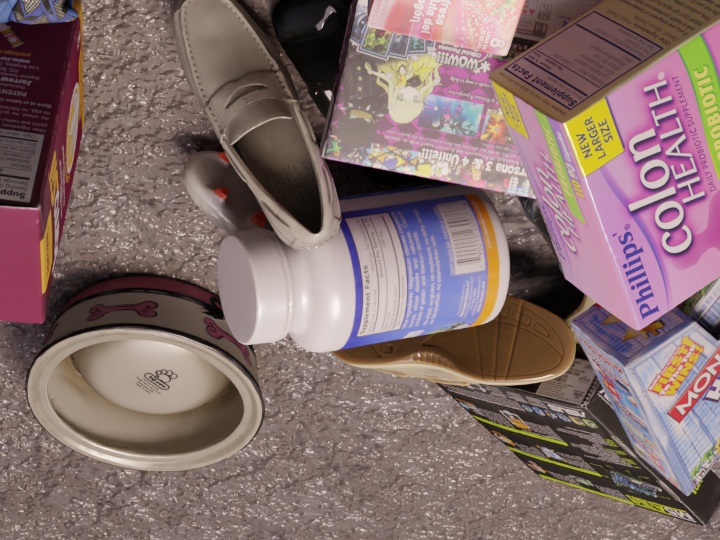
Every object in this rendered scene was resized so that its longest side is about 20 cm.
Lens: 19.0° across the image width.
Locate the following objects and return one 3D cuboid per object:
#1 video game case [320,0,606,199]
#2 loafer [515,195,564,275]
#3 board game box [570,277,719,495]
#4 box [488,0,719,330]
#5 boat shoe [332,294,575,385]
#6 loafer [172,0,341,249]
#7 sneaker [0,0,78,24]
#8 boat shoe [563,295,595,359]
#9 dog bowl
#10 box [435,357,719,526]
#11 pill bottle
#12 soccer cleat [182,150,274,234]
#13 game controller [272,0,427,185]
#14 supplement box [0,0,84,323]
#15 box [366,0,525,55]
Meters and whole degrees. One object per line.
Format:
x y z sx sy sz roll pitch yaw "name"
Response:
0.087 -0.146 1.461 0.199 0.036 0.182 10 109 -7 "video game case"
0.160 -0.051 1.613 0.073 0.072 0.200 -32 151 3 "loafer"
0.241 0.044 1.542 0.200 0.062 0.200 -52 144 3 "board game box"
0.213 -0.095 1.426 0.200 0.097 0.176 -32 124 -12 "box"
0.076 0.057 1.696 0.199 0.072 0.065 1 168 19 "boat shoe"
-0.070 -0.108 1.493 0.070 0.070 0.200 -30 93 -4 "loafer"
-0.201 -0.234 1.433 0.078 0.076 0.200 10 149 -20 "sneaker"
0.204 0.049 1.678 0.072 0.065 0.200 -23 161 -18 "boat shoe"
-0.177 0.083 1.800 0.199 0.074 0.201 3 140 3 "dog bowl"
0.173 0.127 1.766 0.200 0.048 0.193 11 157 50 "box"
0.000 0.000 1.591 0.199 0.112 0.112 -9 146 -23 "pill bottle"
-0.066 -0.025 1.665 0.200 0.070 0.077 30 138 -31 "soccer cleat"
0.015 -0.132 1.557 0.104 0.042 0.200 -1 142 30 "game controller"
-0.256 -0.083 1.508 0.103 0.201 0.131 7 142 -2 "supplement box"
0.071 -0.248 1.323 0.094 0.103 0.201 11 126 -8 "box"
